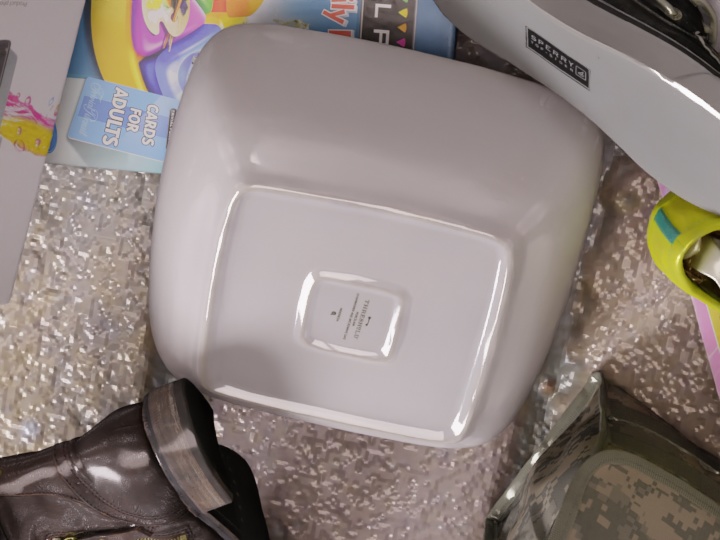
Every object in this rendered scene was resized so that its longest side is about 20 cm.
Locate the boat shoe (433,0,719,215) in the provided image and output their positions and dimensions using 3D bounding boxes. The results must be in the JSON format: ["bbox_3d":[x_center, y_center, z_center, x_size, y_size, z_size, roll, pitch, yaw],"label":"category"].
[{"bbox_3d":[0.119,-0.097,0.969,0.200,0.071,0.064,39,65,19],"label":"boat shoe"}]

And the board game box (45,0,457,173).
[{"bbox_3d":[-0.053,-0.120,1.056,0.198,0.047,0.152,5,106,4],"label":"board game box"}]

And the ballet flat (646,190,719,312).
[{"bbox_3d":[0.213,0.026,0.991,0.199,0.067,0.067,29,105,-6],"label":"ballet flat"}]

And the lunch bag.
[{"bbox_3d":[0.141,0.154,1.036,0.164,0.200,0.118,35,107,-4],"label":"lunch bag"}]

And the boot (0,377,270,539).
[{"bbox_3d":[-0.136,0.131,1.083,0.173,0.070,0.201,-19,137,4],"label":"boot"}]

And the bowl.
[{"bbox_3d":[0.000,0.000,1.035,0.198,0.075,0.201,13,130,-2],"label":"bowl"}]

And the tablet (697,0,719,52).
[{"bbox_3d":[0.111,-0.198,1.001,0.129,0.014,0.202,9,110,40],"label":"tablet"}]

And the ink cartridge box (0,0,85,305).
[{"bbox_3d":[-0.229,-0.096,1.004,0.146,0.146,0.201,27,110,30],"label":"ink cartridge box"}]

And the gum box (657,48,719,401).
[{"bbox_3d":[0.203,-0.016,1.050,0.113,0.066,0.201,-16,104,9],"label":"gum box"}]
